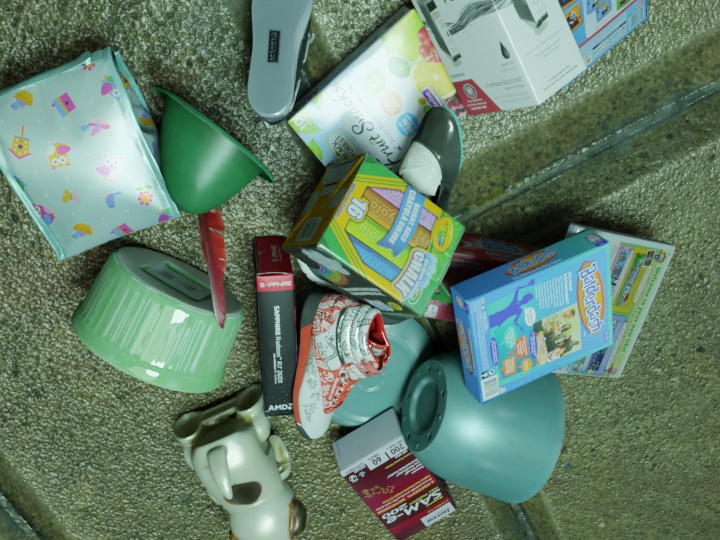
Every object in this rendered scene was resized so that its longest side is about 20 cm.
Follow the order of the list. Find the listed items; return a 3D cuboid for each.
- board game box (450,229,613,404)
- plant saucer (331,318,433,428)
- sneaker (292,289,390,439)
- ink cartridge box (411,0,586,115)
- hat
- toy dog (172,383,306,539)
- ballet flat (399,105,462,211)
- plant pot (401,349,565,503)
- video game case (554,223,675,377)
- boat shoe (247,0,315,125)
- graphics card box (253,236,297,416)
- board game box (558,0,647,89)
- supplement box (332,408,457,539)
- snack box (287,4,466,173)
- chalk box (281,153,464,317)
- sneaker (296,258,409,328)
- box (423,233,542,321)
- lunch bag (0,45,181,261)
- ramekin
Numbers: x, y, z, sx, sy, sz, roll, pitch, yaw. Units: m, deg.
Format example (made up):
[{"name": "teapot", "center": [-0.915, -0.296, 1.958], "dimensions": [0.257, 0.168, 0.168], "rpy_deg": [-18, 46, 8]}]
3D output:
[{"name": "board game box", "center": [0.213, 0.056, 0.993], "dimensions": [0.197, 0.045, 0.154], "rpy_deg": [-20, 120, -14]}, {"name": "plant saucer", "center": [0.013, 0.147, 1.161], "dimensions": [0.197, 0.036, 0.203], "rpy_deg": [-3, 113, -8]}, {"name": "sneaker", "center": [-0.022, 0.131, 1.018], "dimensions": [0.106, 0.067, 0.205], "rpy_deg": [12, 108, 25]}, {"name": "ink cartridge box", "center": [0.140, -0.284, 0.904], "dimensions": [0.083, 0.146, 0.202], "rpy_deg": [-37, 109, -18]}, {"name": "hat", "center": [-0.206, -0.081, 0.922], "dimensions": [0.177, 0.199, 0.166], "rpy_deg": [-54, 149, -3]}, {"name": "toy dog", "center": [-0.147, 0.287, 1.116], "dimensions": [0.138, 0.194, 0.202], "rpy_deg": [-26, 109, -10]}, {"name": "ballet flat", "center": [0.082, -0.111, 0.992], "dimensions": [0.068, 0.068, 0.201], "rpy_deg": [-40, 156, -20]}, {"name": "plant pot", "center": [0.151, 0.199, 1.106], "dimensions": [0.159, 0.201, 0.203], "rpy_deg": [16, 110, -21]}, {"name": "video game case", "center": [0.311, 0.046, 1.077], "dimensions": [0.180, 0.022, 0.203], "rpy_deg": [8, 110, -29]}, {"name": "boat shoe", "center": [-0.088, -0.271, 0.948], "dimensions": [0.072, 0.068, 0.203], "rpy_deg": [3, 89, 1]}, {"name": "graphics card box", "center": [-0.110, 0.071, 1.060], "dimensions": [0.050, 0.126, 0.203], "rpy_deg": [-3, 113, -8]}, {"name": "board game box", "center": [0.262, -0.332, 0.931], "dimensions": [0.151, 0.037, 0.201], "rpy_deg": [-39, 141, -11]}, {"name": "supplement box", "center": [0.052, 0.305, 1.202], "dimensions": [0.108, 0.061, 0.201], "rpy_deg": [-31, 126, 5]}, {"name": "snack box", "center": [0.027, -0.202, 1.004], "dimensions": [0.199, 0.053, 0.142], "rpy_deg": [-39, 113, 9]}, {"name": "chalk box", "center": [0.032, -0.027, 0.966], "dimensions": [0.199, 0.124, 0.125], "rpy_deg": [33, 77, -22]}, {"name": "sneaker", "center": [0.000, 0.000, 1.061], "dimensions": [0.084, 0.075, 0.200], "rpy_deg": [-12, 135, 47]}, {"name": "box", "center": [0.175, 0.015, 1.094], "dimensions": [0.197, 0.100, 0.097], "rpy_deg": [10, 110, -13]}, {"name": "lunch bag", "center": [-0.317, -0.139, 0.941], "dimensions": [0.168, 0.122, 0.202], "rpy_deg": [-20, 120, 1]}, {"name": "ramekin", "center": [-0.239, 0.054, 0.997], "dimensions": [0.198, 0.200, 0.099], "rpy_deg": [25, 100, -18]}]
